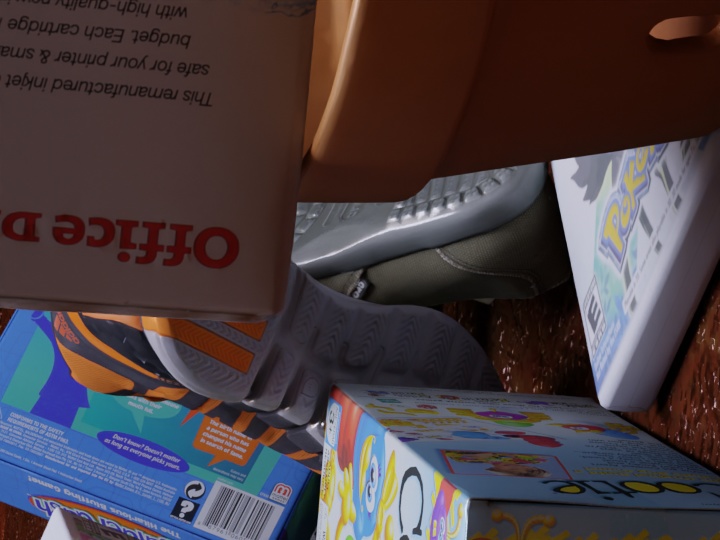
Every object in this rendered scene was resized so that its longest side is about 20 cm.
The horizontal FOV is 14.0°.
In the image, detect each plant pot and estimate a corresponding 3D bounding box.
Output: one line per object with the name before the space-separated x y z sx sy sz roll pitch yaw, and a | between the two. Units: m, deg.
plant pot | 0.047 -0.116 0.908 0.200 0.140 0.201 -176 90 -76

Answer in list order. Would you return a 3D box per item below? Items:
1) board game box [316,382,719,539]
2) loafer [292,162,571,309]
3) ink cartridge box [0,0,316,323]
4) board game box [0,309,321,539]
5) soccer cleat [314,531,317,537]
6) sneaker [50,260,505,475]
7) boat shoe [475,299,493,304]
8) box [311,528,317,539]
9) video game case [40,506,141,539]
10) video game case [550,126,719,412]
board game box | 0.055 0.107 0.980 0.200 0.105 0.103 -148 62 -76
loafer | 0.000 0.000 1.157 0.200 0.070 0.075 -11 35 42
ink cartridge box | -0.089 -0.093 0.860 0.084 0.144 0.201 -148 63 -76
board game box | -0.063 0.025 1.242 0.045 0.152 0.200 85 -151 -59
soccer cleat | 0.006 0.168 1.209 0.081 0.067 0.201 31 117 28
sneaker | -0.033 0.035 1.115 0.112 0.200 0.078 7 68 50
boat shoe | 0.039 -0.088 1.198 0.072 0.060 0.202 -159 74 -76
box | -0.021 0.100 1.341 0.117 0.060 0.201 126 152 -72
video game case | -0.017 0.149 1.079 0.018 0.200 0.143 -64 16 6
video game case | 0.104 -0.084 1.007 0.200 0.022 0.183 107 162 -45
